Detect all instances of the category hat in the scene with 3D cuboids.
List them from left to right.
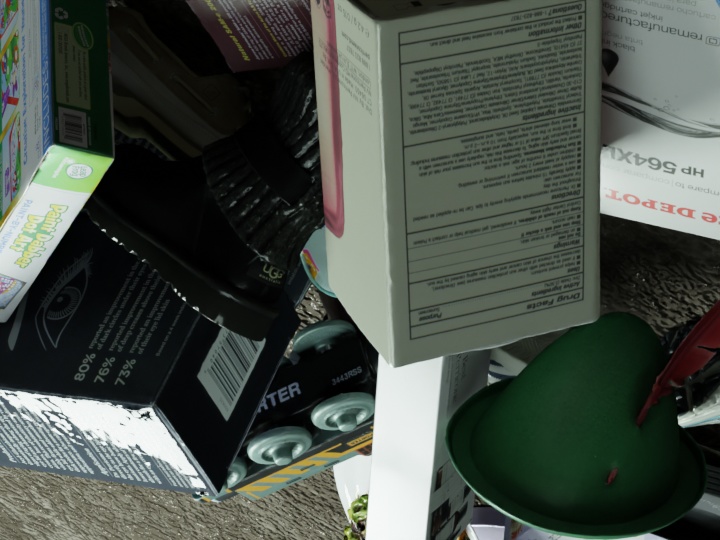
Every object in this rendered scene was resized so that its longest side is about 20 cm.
[{"bbox_3d":[0.158,0.043,1.223,0.165,0.200,0.176,29,125,28],"label":"hat"}]

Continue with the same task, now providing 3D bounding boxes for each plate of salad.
[{"bbox_3d":[0.034,0.212,1.560,0.200,0.048,0.200,40,147,32],"label":"plate of salad"}]

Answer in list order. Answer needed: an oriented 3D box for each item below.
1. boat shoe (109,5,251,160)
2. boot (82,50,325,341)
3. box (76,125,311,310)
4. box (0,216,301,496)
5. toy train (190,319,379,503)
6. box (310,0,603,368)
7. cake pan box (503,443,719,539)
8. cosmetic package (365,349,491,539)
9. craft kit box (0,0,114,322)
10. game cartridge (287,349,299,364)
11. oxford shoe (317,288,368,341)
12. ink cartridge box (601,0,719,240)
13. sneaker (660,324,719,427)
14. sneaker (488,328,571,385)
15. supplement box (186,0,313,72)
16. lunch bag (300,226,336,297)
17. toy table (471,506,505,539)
[{"bbox_3d":[-0.101,-0.099,1.297,0.200,0.068,0.075,35,168,-5],"label":"boat shoe"},{"bbox_3d":[-0.075,-0.068,1.191,0.079,0.158,0.211,22,-169,-45],"label":"boot"},{"bbox_3d":[-0.131,-0.035,1.394,0.200,0.107,0.148,30,148,-6],"label":"box"},{"bbox_3d":[-0.166,0.052,1.306,0.200,0.148,0.104,5,143,30],"label":"box"},{"bbox_3d":[-0.047,0.107,1.395,0.200,0.085,0.114,-27,149,15],"label":"toy train"},{"bbox_3d":[0.051,-0.069,1.059,0.128,0.109,0.201,-12,119,-17],"label":"box"},{"bbox_3d":[0.230,0.189,1.493,0.184,0.052,0.200,19,148,-15],"label":"cake pan box"},{"bbox_3d":[0.047,0.105,1.323,0.051,0.083,0.200,18,126,21],"label":"cosmetic package"},{"bbox_3d":[-0.212,-0.101,1.250,0.048,0.200,0.198,12,144,-28],"label":"craft kit box"},{"bbox_3d":[0.041,0.107,1.501,0.199,0.041,0.133,20,174,7],"label":"game cartridge"},{"bbox_3d":[0.000,0.000,1.392,0.072,0.071,0.200,22,148,12],"label":"oxford shoe"},{"bbox_3d":[0.201,-0.108,1.090,0.146,0.084,0.200,14,145,17],"label":"ink cartridge box"},{"bbox_3d":[0.265,0.082,1.324,0.086,0.078,0.200,38,146,-26],"label":"sneaker"},{"bbox_3d":[0.088,0.045,1.391,0.084,0.075,0.200,-18,127,46],"label":"sneaker"},{"bbox_3d":[-0.013,-0.181,1.153,0.200,0.061,0.109,-2,138,34],"label":"supplement box"},{"bbox_3d":[0.047,-0.067,1.220,0.200,0.077,0.161,-4,106,33],"label":"lunch bag"},{"bbox_3d":[0.144,0.285,1.651,0.200,0.117,0.184,0,140,32],"label":"toy table"}]
